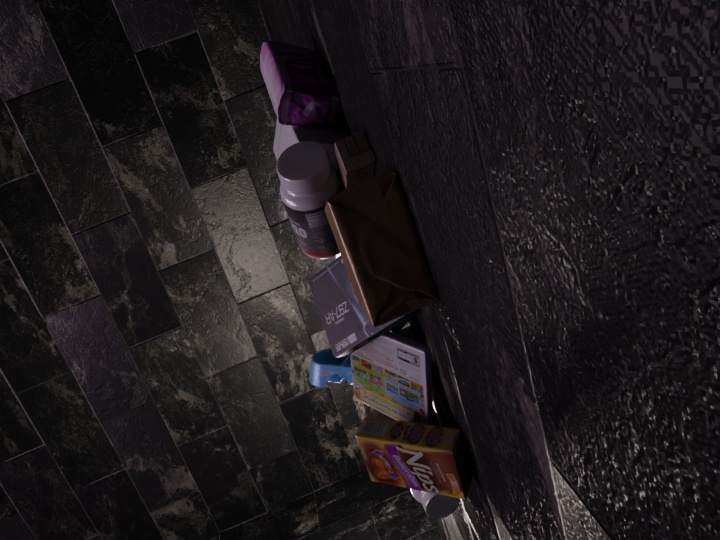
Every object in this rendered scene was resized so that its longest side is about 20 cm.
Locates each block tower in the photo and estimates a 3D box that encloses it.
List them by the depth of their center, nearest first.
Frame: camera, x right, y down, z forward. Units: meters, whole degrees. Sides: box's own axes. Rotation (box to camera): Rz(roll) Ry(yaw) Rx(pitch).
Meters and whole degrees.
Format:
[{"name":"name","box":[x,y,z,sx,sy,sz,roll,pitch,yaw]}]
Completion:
[{"name":"block tower","box":[-0.011,-0.174,0.975,0.200,0.052,0.060,104,144,-83]}]

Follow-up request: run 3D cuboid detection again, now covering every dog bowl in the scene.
[{"name":"dog bowl","box":[-0.026,0.215,1.256,0.111,0.193,0.052,-34,-57,-62]}]

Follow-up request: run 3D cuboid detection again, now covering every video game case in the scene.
[{"name":"video game case","box":[0.056,0.201,1.089,0.196,0.023,0.189,17,122,40]}]

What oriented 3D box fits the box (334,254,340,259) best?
[{"name":"box","box":[-0.053,-0.138,1.461,0.201,0.094,0.181,80,170,-65]}]

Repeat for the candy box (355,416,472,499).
[{"name":"candy box","box":[0.096,0.336,1.025,0.057,0.194,0.120,-51,-49,-48]}]

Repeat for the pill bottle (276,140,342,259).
[{"name":"pill bottle","box":[-0.085,-0.127,1.043,0.203,0.110,0.116,74,174,-51]}]

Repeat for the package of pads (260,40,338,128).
[{"name":"package of pads","box":[-0.126,-0.369,1.118,0.077,0.116,0.204,112,147,-43]}]

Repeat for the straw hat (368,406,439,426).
[{"name":"straw hat","box":[0.114,0.325,1.154,0.084,0.196,0.208,-30,78,51]}]

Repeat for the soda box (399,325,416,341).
[{"name":"soda box","box":[0.084,0.172,1.226,0.200,0.066,0.065,89,160,-77]}]

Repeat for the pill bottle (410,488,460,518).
[{"name":"pill bottle","box":[0.155,0.457,1.308,0.201,0.109,0.116,-117,8,-58]}]

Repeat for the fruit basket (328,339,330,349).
[{"name":"fruit basket","box":[-0.023,0.129,1.375,0.158,0.212,0.216,56,178,-10]}]

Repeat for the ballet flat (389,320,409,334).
[{"name":"ballet flat","box":[0.025,0.089,1.137,0.068,0.071,0.198,47,161,-23]}]

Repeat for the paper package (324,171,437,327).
[{"name":"paper package","box":[0.023,-0.031,0.845,0.200,0.100,0.197,-163,52,-84]}]

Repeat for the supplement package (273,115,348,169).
[{"name":"supplement package","box":[-0.101,-0.251,1.160,0.203,0.115,0.124,-114,32,-47]}]

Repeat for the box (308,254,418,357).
[{"name":"box","box":[0.000,0.047,1.050,0.043,0.198,0.165,-3,-114,-48]}]
